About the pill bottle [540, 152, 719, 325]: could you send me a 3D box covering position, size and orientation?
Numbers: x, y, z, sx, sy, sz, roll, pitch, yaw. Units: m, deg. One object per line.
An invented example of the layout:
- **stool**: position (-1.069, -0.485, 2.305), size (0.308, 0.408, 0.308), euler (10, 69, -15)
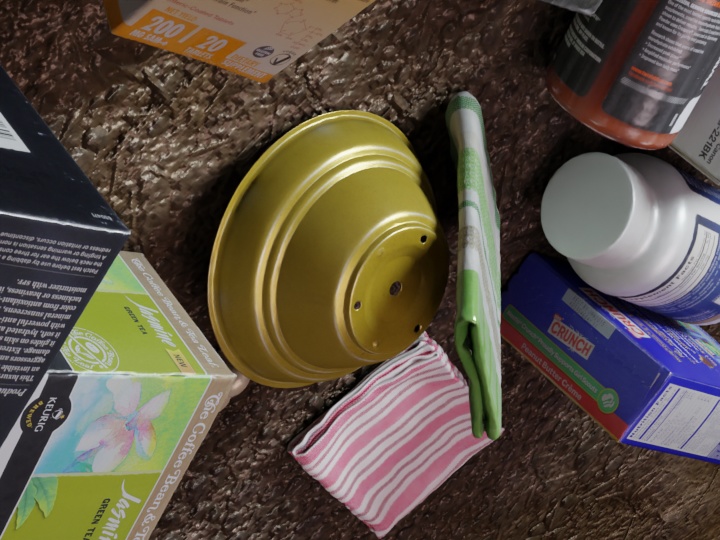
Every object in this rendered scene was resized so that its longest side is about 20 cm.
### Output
- **pill bottle**: position (0.226, -0.028, 1.500), size (0.200, 0.111, 0.111), euler (19, 114, -51)

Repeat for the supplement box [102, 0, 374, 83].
- **supplement box**: position (-0.036, -0.193, 1.053), size (0.200, 0.074, 0.126), euler (-33, 151, 32)

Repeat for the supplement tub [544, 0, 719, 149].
- **supplement tub**: position (0.214, -0.190, 1.324), size (0.107, 0.107, 0.201), euler (-1, 128, -42)

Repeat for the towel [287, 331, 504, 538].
- **towel**: position (0.035, 0.140, 1.568), size (0.146, 0.030, 0.200), euler (-40, 145, -1)

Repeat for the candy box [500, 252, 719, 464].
- **candy box**: position (0.225, 0.074, 1.556), size (0.200, 0.169, 0.077), euler (17, 112, -49)

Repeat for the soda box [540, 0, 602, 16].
- **soda box**: position (0.164, -0.266, 1.234), size (0.071, 0.063, 0.201), euler (7, 122, -47)

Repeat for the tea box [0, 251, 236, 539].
- **tea box**: position (-0.219, 0.099, 1.198), size (0.196, 0.134, 0.201), euler (2, 126, -45)

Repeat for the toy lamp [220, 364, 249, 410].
- **toy lamp**: position (-0.108, 0.093, 1.363), size (0.200, 0.058, 0.058), euler (-44, 144, 2)

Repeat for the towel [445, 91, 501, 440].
- **towel**: position (0.076, -0.004, 1.333), size (0.030, 0.201, 0.150), euler (-5, 141, 9)

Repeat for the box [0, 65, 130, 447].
- **box**: position (-0.251, -0.009, 1.001), size (0.123, 0.200, 0.199), euler (10, 121, -48)

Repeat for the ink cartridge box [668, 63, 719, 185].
- **ink cartridge box**: position (0.317, -0.154, 1.441), size (0.200, 0.084, 0.145), euler (-15, 139, -53)

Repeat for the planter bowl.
- **planter bowl**: position (0.000, 0.000, 1.294), size (0.200, 0.083, 0.202), euler (-22, 124, -37)
